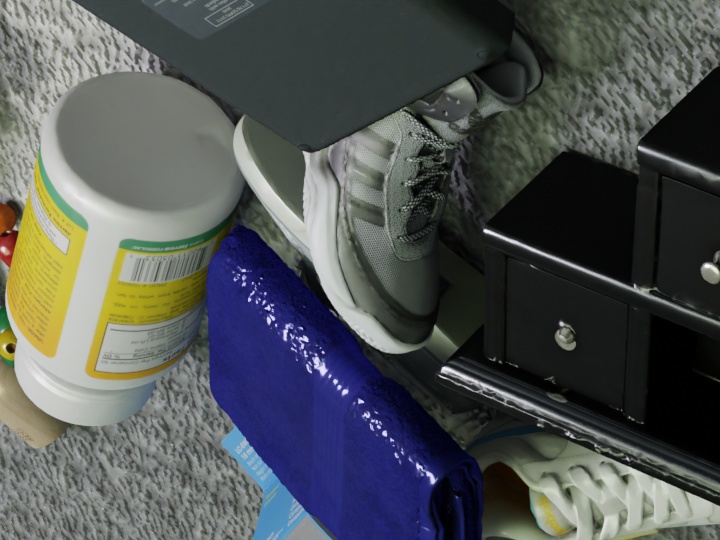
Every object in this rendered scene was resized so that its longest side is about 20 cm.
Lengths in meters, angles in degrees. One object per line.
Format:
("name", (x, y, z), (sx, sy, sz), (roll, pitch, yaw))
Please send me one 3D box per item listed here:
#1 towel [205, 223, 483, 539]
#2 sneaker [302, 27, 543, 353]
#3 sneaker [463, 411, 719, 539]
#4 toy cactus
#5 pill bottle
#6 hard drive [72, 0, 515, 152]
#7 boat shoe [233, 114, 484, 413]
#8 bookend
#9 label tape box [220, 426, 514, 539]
("towel", (-0.007, 0.080, 1.544), (0.200, 0.049, 0.148), (46, 151, 30))
("sneaker", (0.032, -0.058, 1.437), (0.114, 0.075, 0.201), (-3, 99, 39))
("sneaker", (0.134, 0.110, 1.509), (0.200, 0.081, 0.077), (-6, 116, 43))
("toy cactus", (-0.237, 0.044, 1.786), (0.200, 0.102, 0.165), (-16, 121, 38))
("pill bottle", (-0.135, -0.006, 1.627), (0.113, 0.113, 0.200), (35, 139, 14))
("hard drive", (-0.048, -0.131, 1.329), (0.200, 0.033, 0.139), (33, 140, -32))
("boat shoe", (0.001, 0.000, 1.543), (0.201, 0.070, 0.072), (44, 137, -1))
("bookend", (0.143, -0.010, 1.392), (0.198, 0.092, 0.200), (23, 134, 26))
("label tape box", (0.000, 0.154, 1.677), (0.200, 0.063, 0.144), (44, 140, 3))
